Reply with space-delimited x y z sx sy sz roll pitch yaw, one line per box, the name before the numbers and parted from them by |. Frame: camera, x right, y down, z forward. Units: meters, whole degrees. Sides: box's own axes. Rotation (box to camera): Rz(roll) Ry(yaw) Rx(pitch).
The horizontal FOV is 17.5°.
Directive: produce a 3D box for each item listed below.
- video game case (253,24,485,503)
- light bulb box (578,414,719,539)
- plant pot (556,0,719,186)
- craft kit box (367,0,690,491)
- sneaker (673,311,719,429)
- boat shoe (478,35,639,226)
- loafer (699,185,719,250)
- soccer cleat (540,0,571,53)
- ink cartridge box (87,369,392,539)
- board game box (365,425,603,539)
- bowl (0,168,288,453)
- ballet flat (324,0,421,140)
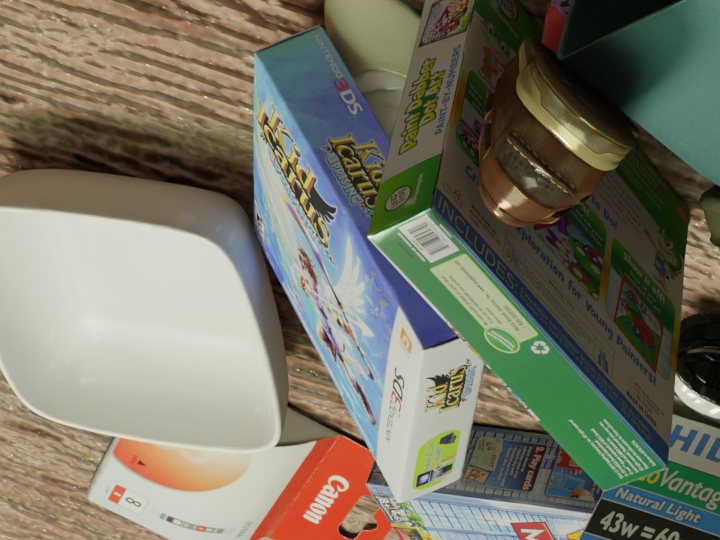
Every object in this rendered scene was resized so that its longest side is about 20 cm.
video game case | 0.000 0.000 1.269 0.201 0.045 0.182 60 162 26
light bulb box | 0.216 0.210 1.298 0.197 0.201 0.125 15 153 32
plant pot | 0.219 -0.110 1.082 0.141 0.142 0.200 -22 128 42
craft kit box | 0.093 -0.024 1.189 0.048 0.198 0.200 -24 122 33
sneaker | 0.259 0.094 1.357 0.199 0.074 0.079 30 151 2
boat shoe | 0.083 -0.061 1.085 0.072 0.200 0.068 41 100 -1
loafer | 0.248 0.011 1.194 0.200 0.075 0.069 33 123 43
soccer cleat | 0.185 -0.092 1.176 0.199 0.067 0.077 25 137 2
ink cartridge box | -0.076 0.151 1.601 0.199 0.050 0.162 30 142 -3
board game box | 0.136 0.176 1.513 0.199 0.062 0.200 -5 134 32
bowl | -0.138 0.016 1.448 0.199 0.075 0.200 6 135 19
ballet flat | 0.039 -0.068 1.274 0.069 0.070 0.200 -13 129 37
